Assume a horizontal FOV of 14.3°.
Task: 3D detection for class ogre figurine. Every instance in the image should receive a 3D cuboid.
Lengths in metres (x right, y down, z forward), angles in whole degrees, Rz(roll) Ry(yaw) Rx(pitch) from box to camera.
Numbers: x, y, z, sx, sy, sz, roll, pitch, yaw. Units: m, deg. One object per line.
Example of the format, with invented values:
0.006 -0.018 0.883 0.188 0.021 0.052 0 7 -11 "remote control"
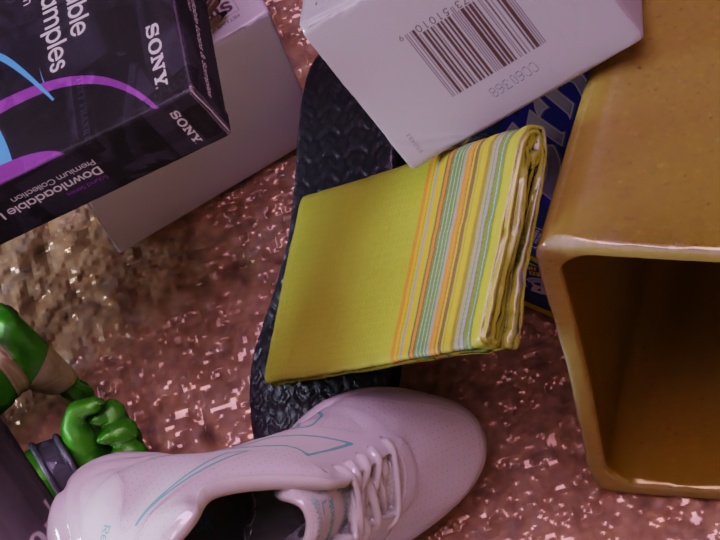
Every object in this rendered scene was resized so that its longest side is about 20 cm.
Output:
-0.201 0.051 1.224 0.200 0.098 0.120 44 78 -8 "ogre figurine"

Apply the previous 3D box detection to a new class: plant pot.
0.189 -0.037 1.138 0.193 0.196 0.201 3 58 14 "plant pot"

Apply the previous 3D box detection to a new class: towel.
0.016 -0.001 1.123 0.018 0.200 0.086 18 76 -23 "towel"

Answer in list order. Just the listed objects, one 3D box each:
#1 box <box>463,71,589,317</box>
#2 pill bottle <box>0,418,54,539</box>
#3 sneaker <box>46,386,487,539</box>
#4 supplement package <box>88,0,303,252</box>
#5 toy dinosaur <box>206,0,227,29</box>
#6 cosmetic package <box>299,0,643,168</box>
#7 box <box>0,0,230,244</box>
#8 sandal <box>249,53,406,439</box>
0.108 -0.081 1.242 0.070 0.064 0.200 23 70 22 "box"
-0.169 0.121 1.126 0.116 0.116 0.200 -34 98 -5 "pill bottle"
-0.020 0.094 1.121 0.080 0.200 0.071 2 103 52 "sneaker"
-0.119 -0.130 1.293 0.113 0.110 0.200 -30 61 -3 "supplement package"
-0.110 -0.129 1.208 0.101 0.058 0.200 29 78 38 "toy dinosaur"
0.047 -0.142 1.141 0.113 0.081 0.200 -30 28 20 "cosmetic package"
-0.152 -0.074 1.136 0.199 0.036 0.143 -24 51 14 "box"
0.000 0.000 1.228 0.075 0.045 0.201 1 77 36 "sandal"
